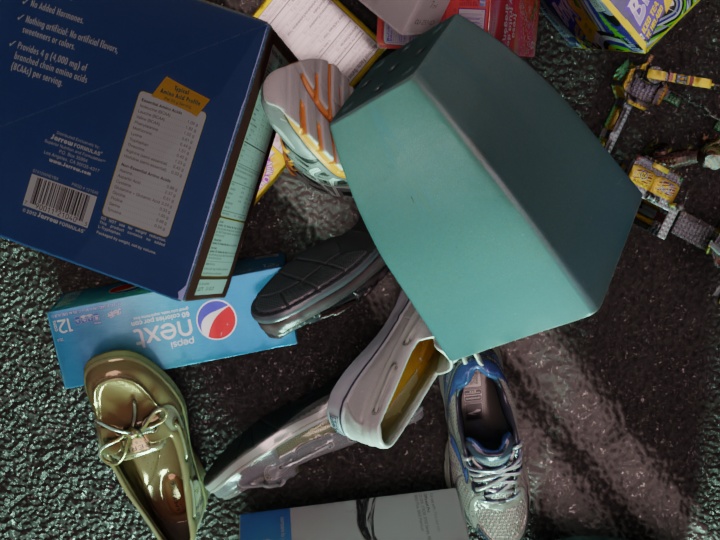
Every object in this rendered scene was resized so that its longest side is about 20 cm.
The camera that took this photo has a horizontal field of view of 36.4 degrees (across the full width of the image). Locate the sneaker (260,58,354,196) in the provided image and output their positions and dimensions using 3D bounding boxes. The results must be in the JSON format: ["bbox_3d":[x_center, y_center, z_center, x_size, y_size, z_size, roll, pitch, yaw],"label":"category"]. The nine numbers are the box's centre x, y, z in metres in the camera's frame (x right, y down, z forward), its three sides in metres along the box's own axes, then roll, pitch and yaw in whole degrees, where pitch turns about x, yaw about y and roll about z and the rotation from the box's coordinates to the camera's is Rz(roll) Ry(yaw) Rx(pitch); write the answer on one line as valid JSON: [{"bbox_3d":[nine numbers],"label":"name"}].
[{"bbox_3d":[-0.030,-0.098,0.843,0.076,0.200,0.080,-6,73,23],"label":"sneaker"}]

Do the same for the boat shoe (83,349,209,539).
[{"bbox_3d":[-0.172,0.152,0.908,0.072,0.063,0.202,-17,126,6],"label":"boat shoe"}]

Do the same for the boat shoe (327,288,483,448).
[{"bbox_3d":[0.060,0.058,0.885,0.203,0.085,0.075,-51,133,-21],"label":"boat shoe"}]

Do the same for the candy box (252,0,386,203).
[{"bbox_3d":[-0.080,-0.143,0.906,0.102,0.026,0.200,40,97,-13],"label":"candy box"}]

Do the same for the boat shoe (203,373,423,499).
[{"bbox_3d":[-0.042,0.146,0.946,0.200,0.074,0.065,-30,98,-4],"label":"boat shoe"}]

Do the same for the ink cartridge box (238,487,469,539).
[{"bbox_3d":[-0.001,0.281,0.954,0.196,0.085,0.147,-7,119,-3],"label":"ink cartridge box"}]

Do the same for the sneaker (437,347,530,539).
[{"bbox_3d":[0.107,0.157,0.950,0.076,0.085,0.203,-15,103,0],"label":"sneaker"}]

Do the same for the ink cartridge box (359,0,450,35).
[{"bbox_3d":[0.014,-0.301,0.795,0.200,0.044,0.178,43,121,23],"label":"ink cartridge box"}]

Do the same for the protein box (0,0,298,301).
[{"bbox_3d":[-0.174,-0.105,0.820,0.195,0.135,0.203,19,91,5],"label":"protein box"}]

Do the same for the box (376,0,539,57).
[{"bbox_3d":[0.081,-0.268,0.838,0.101,0.094,0.204,10,103,31],"label":"box"}]

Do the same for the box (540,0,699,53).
[{"bbox_3d":[0.188,-0.211,0.820,0.070,0.200,0.064,-44,102,6],"label":"box"}]

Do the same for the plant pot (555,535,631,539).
[{"bbox_3d":[0.209,0.323,0.942,0.158,0.201,0.204,16,101,6],"label":"plant pot"}]

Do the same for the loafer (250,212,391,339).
[{"bbox_3d":[0.000,0.000,0.890,0.199,0.071,0.064,-39,123,-25],"label":"loafer"}]

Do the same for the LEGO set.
[{"bbox_3d":[0.275,-0.080,0.895,0.198,0.116,0.155,33,98,-10],"label":"LEGO set"}]

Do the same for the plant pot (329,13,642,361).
[{"bbox_3d":[0.082,-0.070,0.798,0.140,0.142,0.201,-22,114,42],"label":"plant pot"}]

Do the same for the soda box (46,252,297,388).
[{"bbox_3d":[-0.154,0.041,0.920,0.196,0.064,0.069,-11,103,-1],"label":"soda box"}]
